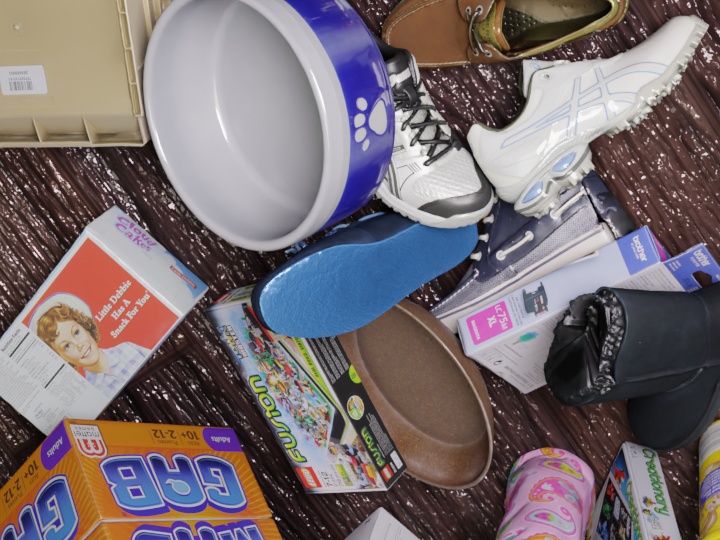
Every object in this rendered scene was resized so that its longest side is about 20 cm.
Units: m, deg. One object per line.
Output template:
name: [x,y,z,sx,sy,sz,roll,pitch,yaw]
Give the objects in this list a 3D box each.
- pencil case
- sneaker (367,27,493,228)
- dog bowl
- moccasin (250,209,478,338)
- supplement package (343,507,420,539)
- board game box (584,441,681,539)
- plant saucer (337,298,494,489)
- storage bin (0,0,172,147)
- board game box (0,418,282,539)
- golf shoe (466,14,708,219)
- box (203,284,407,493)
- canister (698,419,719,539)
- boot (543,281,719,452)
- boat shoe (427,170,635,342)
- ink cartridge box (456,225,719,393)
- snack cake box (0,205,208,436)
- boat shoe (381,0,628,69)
pencil case: [0.146,0.221,1.086,0.086,0.200,0.088,5,109,14]
sneaker: [0.026,-0.117,0.999,0.200,0.075,0.088,44,149,16]
dog bowl: [-0.071,-0.121,0.995,0.199,0.078,0.202,20,122,37]
moccasin: [0.000,0.000,1.025,0.068,0.198,0.081,20,124,57]
supplement package: [-0.010,0.344,1.179,0.111,0.200,0.156,41,116,-5]
board game box: [0.221,0.250,1.079,0.034,0.201,0.127,15,117,-5]
plant saucer: [0.042,0.093,1.109,0.200,0.037,0.202,33,143,29]
storage bin: [-0.259,-0.207,1.067,0.198,0.094,0.201,1,114,14]
board game box: [-0.203,0.273,1.156,0.200,0.199,0.201,-46,57,26]
golf shoe: [0.166,-0.134,0.976,0.200,0.078,0.097,-43,85,-2]
box: [-0.048,0.104,1.155,0.109,0.035,0.201,-13,111,46]
canister: [0.334,0.182,1.021,0.147,0.200,0.087,-22,106,22]
boot: [0.209,0.078,1.014,0.167,0.077,0.201,-5,143,-26]
boat shoe: [0.119,-0.023,1.070,0.199,0.075,0.093,-32,86,24]
ink cartridge box: [0.188,0.028,1.041,0.199,0.119,0.042,-26,60,20]
snack cake box: [-0.245,0.054,1.190,0.115,0.067,0.200,42,116,-4]
boat shoe: [0.102,-0.193,0.992,0.198,0.068,0.073,-13,112,22]
